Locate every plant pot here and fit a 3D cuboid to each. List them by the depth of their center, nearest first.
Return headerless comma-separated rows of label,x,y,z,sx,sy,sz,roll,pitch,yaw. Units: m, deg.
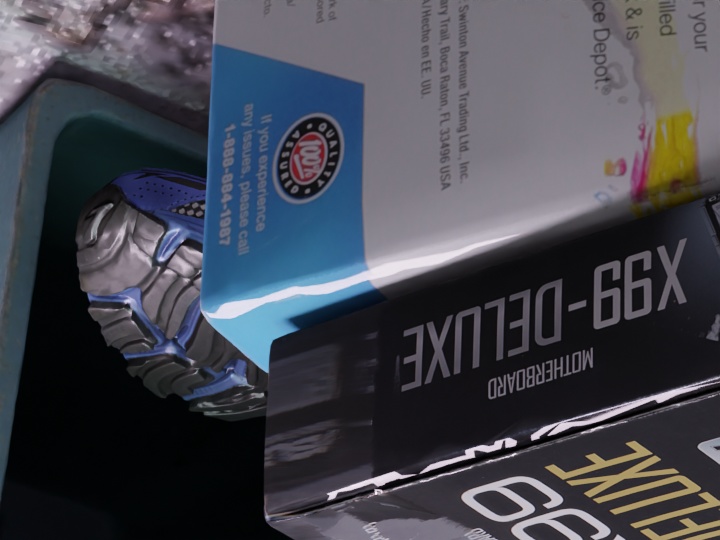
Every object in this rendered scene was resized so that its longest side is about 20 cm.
plant pot,-0.078,0.089,0.932,0.196,0.197,0.200,21,152,-30

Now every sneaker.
sneaker,0.000,0.000,0.856,0.199,0.079,0.075,15,148,-42

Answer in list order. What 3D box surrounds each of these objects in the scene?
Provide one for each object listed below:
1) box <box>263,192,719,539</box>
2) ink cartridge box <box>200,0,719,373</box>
box,0.097,0.054,0.702,0.157,0.050,0.200,-18,146,30
ink cartridge box,0.084,-0.043,0.731,0.199,0.148,0.146,-15,146,26
